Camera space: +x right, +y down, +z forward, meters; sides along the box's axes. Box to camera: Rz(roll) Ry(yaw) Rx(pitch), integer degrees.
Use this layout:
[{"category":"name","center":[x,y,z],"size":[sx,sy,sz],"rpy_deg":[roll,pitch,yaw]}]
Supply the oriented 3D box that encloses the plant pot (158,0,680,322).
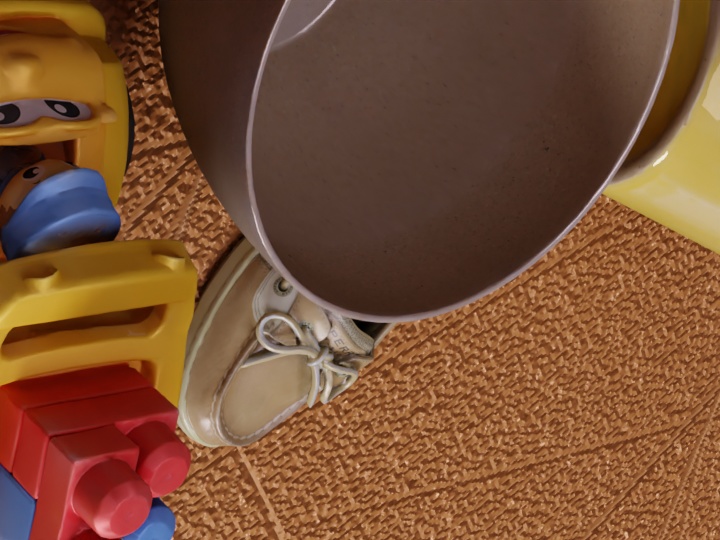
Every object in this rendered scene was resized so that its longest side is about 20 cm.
[{"category":"plant pot","center":[0.002,-0.099,0.954],"size":[0.200,0.134,0.200],"rpy_deg":[-22,130,-30]}]

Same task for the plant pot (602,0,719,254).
[{"category":"plant pot","center":[0.190,-0.080,1.111],"size":[0.189,0.201,0.201],"rpy_deg":[11,110,-29]}]

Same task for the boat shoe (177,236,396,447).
[{"category":"boat shoe","center":[0.002,0.001,1.075],"size":[0.201,0.063,0.073],"rpy_deg":[-45,138,-9]}]

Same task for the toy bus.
[{"category":"toy bus","center":[-0.120,0.019,0.883],"size":[0.136,0.192,0.200],"rpy_deg":[-7,120,-37]}]
